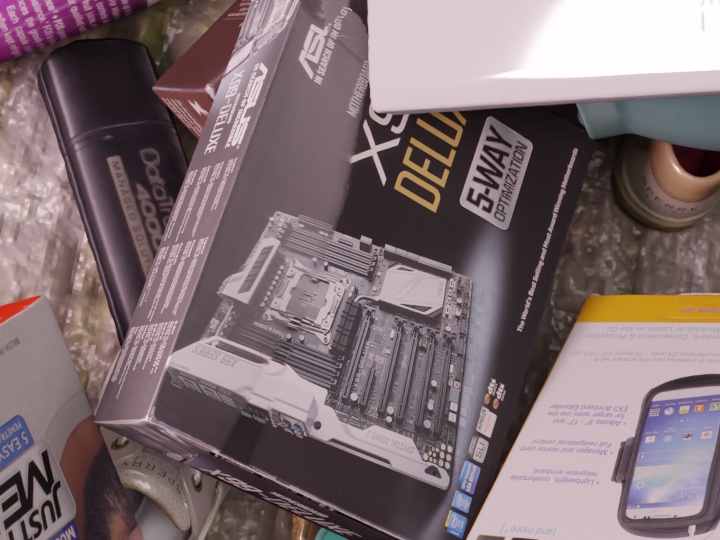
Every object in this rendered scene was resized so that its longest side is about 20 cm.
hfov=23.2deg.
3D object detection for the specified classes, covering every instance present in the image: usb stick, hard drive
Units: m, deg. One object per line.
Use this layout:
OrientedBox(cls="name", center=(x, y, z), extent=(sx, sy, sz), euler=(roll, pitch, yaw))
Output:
OrientedBox(cls="usb stick", center=(-0.093, -0.019, 0.765), extent=(0.055, 0.033, 0.200), euler=(-10, 61, -22))
OrientedBox(cls="hard drive", center=(0.093, -0.128, 0.636), extent=(0.200, 0.026, 0.132), euler=(0, 92, 33))

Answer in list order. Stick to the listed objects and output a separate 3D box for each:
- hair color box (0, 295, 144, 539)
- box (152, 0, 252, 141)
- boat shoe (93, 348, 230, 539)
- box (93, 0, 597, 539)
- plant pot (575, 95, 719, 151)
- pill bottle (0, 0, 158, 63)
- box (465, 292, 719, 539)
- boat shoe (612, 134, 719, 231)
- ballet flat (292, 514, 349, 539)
OrientedBox(cls="hair color box", center=(-0.127, 0.123, 0.642), extent=(0.064, 0.111, 0.200), euler=(-15, 102, 23))
OrientedBox(cls="box", center=(0.014, -0.115, 0.797), extent=(0.200, 0.075, 0.100), euler=(-48, 115, -16))
OrientedBox(cls="boat shoe", center=(-0.090, 0.093, 0.754), extent=(0.071, 0.069, 0.200), euler=(21, 77, -6))
OrientedBox(cls="box", center=(0.000, 0.000, 0.713), extent=(0.158, 0.050, 0.200), euler=(29, 69, -28))
OrientedBox(cls="plant pot", center=(0.135, -0.132, 0.723), extent=(0.134, 0.200, 0.201), euler=(-21, 83, 9))
OrientedBox(cls="pill bottle", center=(-0.146, -0.154, 0.760), extent=(0.200, 0.112, 0.112), euler=(-21, 83, -5))
OrientedBox(cls="box", center=(0.112, 0.091, 0.688), extent=(0.042, 0.119, 0.200), euler=(59, 47, -35))
OrientedBox(cls="boat shoe", center=(0.190, -0.112, 0.842), extent=(0.074, 0.069, 0.200), euler=(27, 76, -4))
OrientedBox(cls="ballet flat", center=(-0.001, 0.102, 0.771), extent=(0.070, 0.065, 0.200), euler=(6, 80, -14))
